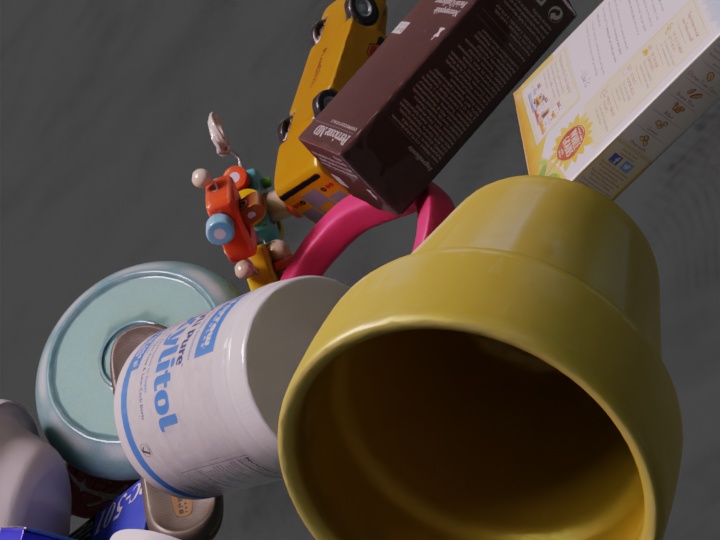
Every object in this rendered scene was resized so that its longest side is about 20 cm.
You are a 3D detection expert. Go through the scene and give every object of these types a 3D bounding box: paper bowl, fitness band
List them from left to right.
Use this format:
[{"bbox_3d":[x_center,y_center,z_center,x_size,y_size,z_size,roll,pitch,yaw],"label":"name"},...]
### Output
[{"bbox_3d":[-0.296,0.202,1.396,0.201,0.103,0.203,7,-90,-79],"label":"paper bowl"},{"bbox_3d":[0.000,0.000,1.333,0.199,0.037,0.145,-16,45,56],"label":"fitness band"}]

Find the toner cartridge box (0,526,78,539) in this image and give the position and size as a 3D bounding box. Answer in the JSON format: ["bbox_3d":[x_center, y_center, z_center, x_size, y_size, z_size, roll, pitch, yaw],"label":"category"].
[{"bbox_3d":[-0.237,0.297,1.302,0.043,0.094,0.202,-10,64,52],"label":"toner cartridge box"}]

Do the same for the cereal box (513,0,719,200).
[{"bbox_3d":[0.181,-0.133,1.127,0.200,0.039,0.145,-45,27,28],"label":"cereal box"}]

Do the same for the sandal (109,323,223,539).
[{"bbox_3d":[-0.152,0.120,1.371,0.081,0.055,0.202,-14,55,3],"label":"sandal"}]

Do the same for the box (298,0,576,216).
[{"bbox_3d":[0.054,-0.142,1.306,0.200,0.075,0.100,-50,23,-5],"label":"box"}]

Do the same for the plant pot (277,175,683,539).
[{"bbox_3d":[0.077,0.053,0.935,0.200,0.201,0.189,-39,15,37],"label":"plant pot"}]

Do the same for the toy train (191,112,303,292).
[{"bbox_3d":[-0.085,-0.053,1.457,0.055,0.151,0.201,-18,28,7],"label":"toy train"}]

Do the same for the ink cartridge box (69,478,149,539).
[{"bbox_3d":[-0.209,0.246,1.429,0.200,0.044,0.095,-38,32,38],"label":"ink cartridge box"}]

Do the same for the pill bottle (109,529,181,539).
[{"bbox_3d":[-0.164,0.285,1.206,0.112,0.112,0.202,-27,38,50],"label":"pill bottle"}]

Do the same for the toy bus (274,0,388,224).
[{"bbox_3d":[-0.012,-0.140,1.470,0.065,0.078,0.202,-30,36,49],"label":"toy bus"}]

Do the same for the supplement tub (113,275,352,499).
[{"bbox_3d":[-0.078,0.086,1.257,0.199,0.131,0.133,-24,40,53],"label":"supplement tub"}]

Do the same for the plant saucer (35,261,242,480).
[{"bbox_3d":[-0.181,0.074,1.461,0.198,0.027,0.202,-8,58,14],"label":"plant saucer"}]

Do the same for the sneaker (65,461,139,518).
[{"bbox_3d":[-0.189,0.125,1.515,0.201,0.078,0.082,-56,18,-19],"label":"sneaker"}]
